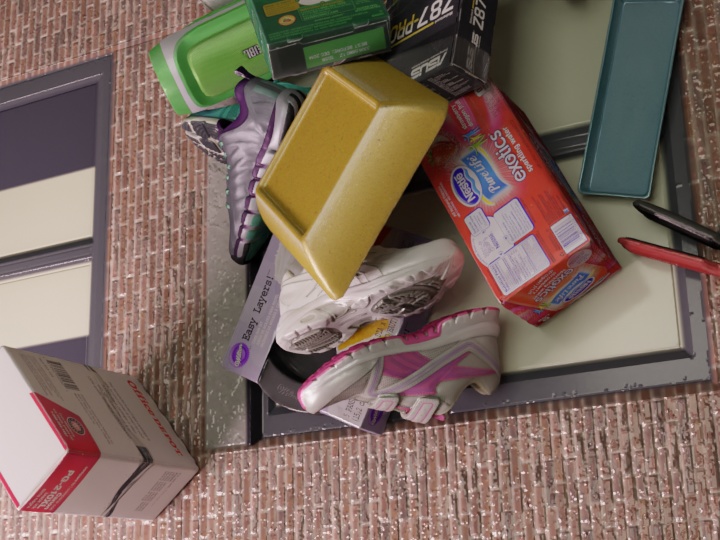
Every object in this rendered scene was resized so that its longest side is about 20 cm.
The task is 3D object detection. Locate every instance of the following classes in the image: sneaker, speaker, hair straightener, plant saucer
[{"bbox_3d":[-0.112,-0.106,1.304,0.087,0.074,0.201,30,119,17],"label":"sneaker"},{"bbox_3d":[-0.095,-0.158,1.360,0.198,0.078,0.080,-2,54,25],"label":"sneaker"},{"bbox_3d":[-0.117,-0.238,1.347,0.199,0.089,0.089,-25,63,0],"label":"speaker"},{"bbox_3d":[0.322,-0.029,1.092,0.199,0.041,0.078,19,85,32],"label":"hair straightener"},{"bbox_3d":[0.000,0.000,1.189,0.199,0.078,0.100,-22,63,21],"label":"sneaker"},{"bbox_3d":[0.043,0.099,1.155,0.198,0.081,0.089,-17,88,-6],"label":"sneaker"},{"bbox_3d":[-0.024,-0.101,1.176,0.201,0.048,0.200,-59,31,8],"label":"plant saucer"},{"bbox_3d":[0.252,-0.162,1.185,0.069,0.019,0.202,6,78,31],"label":"plant saucer"}]

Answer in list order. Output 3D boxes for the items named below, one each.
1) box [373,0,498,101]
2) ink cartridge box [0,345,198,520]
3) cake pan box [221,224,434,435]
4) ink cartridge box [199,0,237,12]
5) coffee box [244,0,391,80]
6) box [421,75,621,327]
[{"bbox_3d":[0.052,-0.224,1.239,0.199,0.049,0.163,-20,55,51],"label":"box"},{"bbox_3d":[-0.278,0.166,1.280,0.084,0.200,0.145,-48,59,11],"label":"ink cartridge box"},{"bbox_3d":[-0.027,0.043,1.263,0.183,0.052,0.202,21,86,34],"label":"cake pan box"},{"bbox_3d":[-0.135,-0.386,1.397,0.144,0.084,0.201,-36,43,17],"label":"ink cartridge box"},{"bbox_3d":[-0.051,-0.268,1.254,0.122,0.044,0.201,-15,44,-7],"label":"coffee box"},{"bbox_3d":[0.138,-0.063,1.173,0.099,0.095,0.201,-36,61,15],"label":"box"}]
